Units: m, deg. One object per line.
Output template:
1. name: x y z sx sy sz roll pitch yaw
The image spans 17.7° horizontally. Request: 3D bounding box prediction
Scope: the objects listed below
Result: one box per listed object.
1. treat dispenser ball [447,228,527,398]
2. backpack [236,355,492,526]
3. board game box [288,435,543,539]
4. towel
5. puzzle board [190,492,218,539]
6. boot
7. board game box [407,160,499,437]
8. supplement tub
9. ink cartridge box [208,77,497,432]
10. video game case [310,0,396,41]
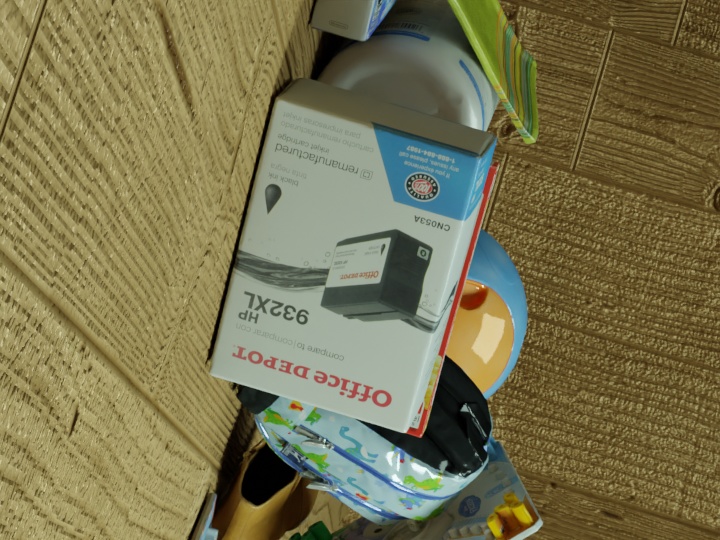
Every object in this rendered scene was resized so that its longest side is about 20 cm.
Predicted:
1. treat dispenser ball: 0.059 0.043 2.199 0.201 0.200 0.202 16 90 -85
2. backpack: 0.008 0.104 1.787 0.163 0.199 0.154 -69 -176 -54
3. board game box: 0.037 0.209 1.836 0.026 0.200 0.200 60 2 -16
4. towel: 0.094 -0.185 1.720 0.200 0.018 0.086 56 25 -48
5. puzzle board: -0.141 0.290 1.780 0.151 0.017 0.200 -69 174 -47
6. boot: -0.061 0.160 1.882 0.201 0.071 0.144 -58 176 -45
7. board game box: 0.000 0.000 1.639 0.046 0.151 0.201 -43 148 -82
8. supplement tub: 0.040 -0.139 1.761 0.200 0.131 0.132 -62 167 -66
9. ink cartridge box: -0.006 -0.010 1.555 0.084 0.145 0.201 -57 162 -73
10. video game case: 0.023 -0.274 1.633 0.200 0.045 0.182 -62 167 -67
